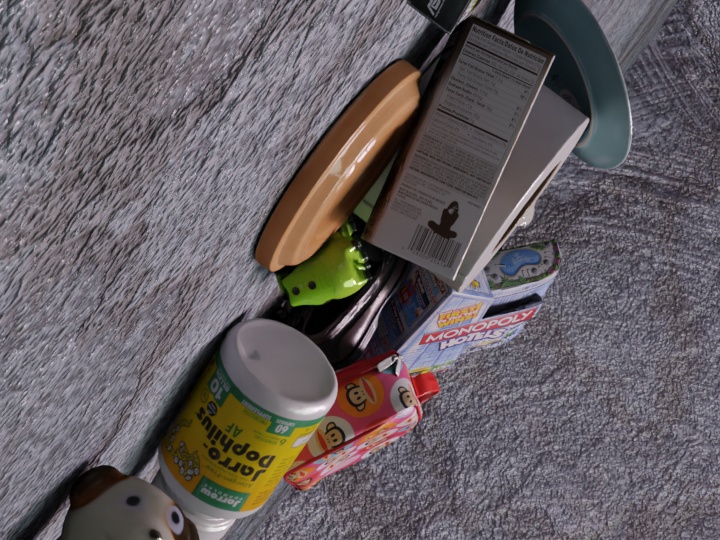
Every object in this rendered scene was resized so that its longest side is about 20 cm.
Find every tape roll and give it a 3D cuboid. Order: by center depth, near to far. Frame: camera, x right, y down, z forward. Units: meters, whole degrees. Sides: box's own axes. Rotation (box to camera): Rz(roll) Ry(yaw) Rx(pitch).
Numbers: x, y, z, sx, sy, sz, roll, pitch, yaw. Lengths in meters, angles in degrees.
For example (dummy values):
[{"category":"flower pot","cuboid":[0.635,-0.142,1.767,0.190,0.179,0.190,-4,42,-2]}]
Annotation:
[{"category":"tape roll","cuboid":[0.098,-0.099,1.618,0.203,0.139,0.203,-53,175,-7]}]

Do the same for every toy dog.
[{"category":"toy dog","cuboid":[-0.208,0.253,1.353,0.200,0.139,0.194,-53,-173,1]}]

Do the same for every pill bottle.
[{"category":"pill bottle","cuboid":[-0.113,0.149,1.570,0.200,0.113,0.113,-55,173,30]}]

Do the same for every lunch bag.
[{"category":"lunch bag","cuboid":[-0.006,0.142,1.706,0.176,0.082,0.200,-25,170,-4]}]

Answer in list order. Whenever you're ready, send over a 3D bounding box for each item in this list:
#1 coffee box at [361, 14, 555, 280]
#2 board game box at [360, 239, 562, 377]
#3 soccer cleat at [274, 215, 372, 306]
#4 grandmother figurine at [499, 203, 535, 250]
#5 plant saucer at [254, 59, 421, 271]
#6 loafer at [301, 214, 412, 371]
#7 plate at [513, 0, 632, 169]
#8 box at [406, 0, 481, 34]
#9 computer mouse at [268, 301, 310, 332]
[{"category":"coffee box","cuboid":[0.078,-0.100,1.457,0.114,0.079,0.201,-150,-96,-84]},{"category":"board game box","cuboid":[0.105,0.033,1.777,0.199,0.062,0.200,-11,156,-19]},{"category":"soccer cleat","cuboid":[-0.035,-0.007,1.545,0.081,0.068,0.200,-21,-174,2]},{"category":"grandmother figurine","cuboid":[0.116,-0.028,1.884,0.060,0.122,0.200,5,141,-43]},{"category":"plant saucer","cuboid":[-0.012,-0.079,1.410,0.201,0.032,0.200,-51,174,-8]},{"category":"loafer","cuboid":[0.000,0.000,1.709,0.063,0.072,0.201,48,60,-51]},{"category":"plate","cuboid":[0.191,-0.184,1.667,0.025,0.201,0.200,-25,165,-16]},{"category":"box","cuboid":[0.127,-0.285,1.219,0.193,0.047,0.200,-46,172,-35]},{"category":"computer mouse","cuboid":[-0.067,0.069,1.780,0.200,0.053,0.139,-24,143,-62]}]
